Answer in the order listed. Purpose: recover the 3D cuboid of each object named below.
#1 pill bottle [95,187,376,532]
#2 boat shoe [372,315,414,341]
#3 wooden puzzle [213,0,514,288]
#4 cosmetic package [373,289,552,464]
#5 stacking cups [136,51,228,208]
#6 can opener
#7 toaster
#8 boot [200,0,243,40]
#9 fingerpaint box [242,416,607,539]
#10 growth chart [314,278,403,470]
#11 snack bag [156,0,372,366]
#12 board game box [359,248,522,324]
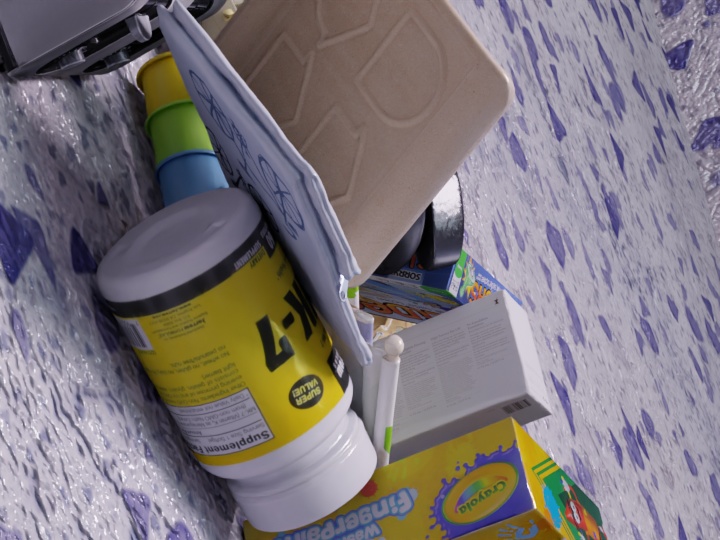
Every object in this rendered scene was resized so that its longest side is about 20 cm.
[{"bbox_3d":[-0.074,0.059,1.611,0.200,0.114,0.114,62,17,-21],"label":"pill bottle"},{"bbox_3d":[-0.002,0.067,1.931,0.076,0.072,0.200,47,19,-13],"label":"boat shoe"},{"bbox_3d":[-0.003,-0.118,1.644,0.046,0.185,0.200,5,41,-52],"label":"wooden puzzle"},{"bbox_3d":[0.026,0.091,1.738,0.051,0.199,0.083,40,32,-57],"label":"cosmetic package"},{"bbox_3d":[-0.113,-0.054,1.732,0.061,0.060,0.201,45,30,-54],"label":"stacking cups"},{"bbox_3d":[0.014,-0.095,1.691,0.078,0.063,0.201,-5,81,-43],"label":"can opener"},{"bbox_3d":[-0.183,-0.228,1.619,0.201,0.118,0.181,69,15,2],"label":"toaster"},{"bbox_3d":[-0.064,-0.157,1.814,0.073,0.200,0.156,12,47,-27],"label":"boot"},{"bbox_3d":[0.049,0.190,1.686,0.167,0.199,0.074,45,27,-53],"label":"fingerpaint box"},{"bbox_3d":[-0.032,0.037,1.695,0.200,0.018,0.145,46,-40,37],"label":"growth chart"},{"bbox_3d":[-0.053,-0.050,1.570,0.189,0.021,0.200,50,-13,39],"label":"snack bag"},{"bbox_3d":[0.000,0.000,1.797,0.135,0.199,0.035,37,67,-61],"label":"board game box"}]
